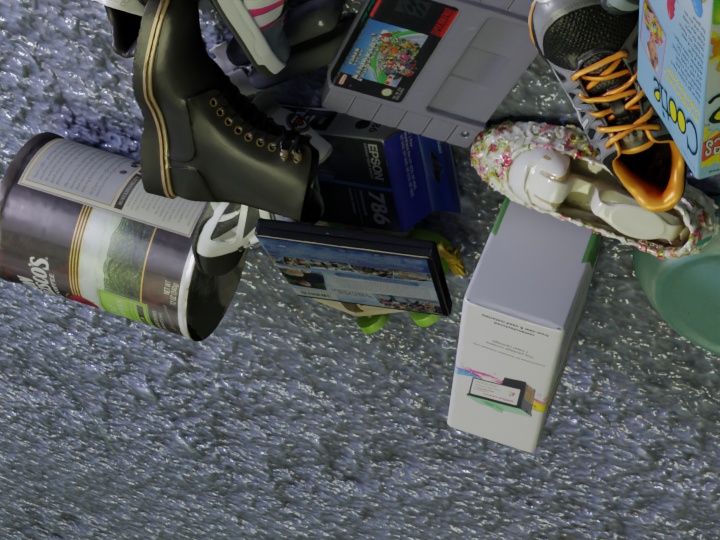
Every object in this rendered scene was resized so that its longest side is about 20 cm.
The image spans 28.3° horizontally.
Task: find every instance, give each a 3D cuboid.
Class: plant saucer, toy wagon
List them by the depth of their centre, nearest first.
[{"bbox_3d":[0.312,0.020,1.144,0.200,0.036,0.200,18,147,12],"label":"plant saucer"},{"bbox_3d":[0.016,-0.009,1.300,0.200,0.040,0.155,-9,135,41],"label":"toy wagon"}]

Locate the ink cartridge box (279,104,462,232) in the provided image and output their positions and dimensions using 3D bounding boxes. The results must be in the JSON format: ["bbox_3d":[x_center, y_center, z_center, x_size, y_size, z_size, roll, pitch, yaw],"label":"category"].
[{"bbox_3d":[-0.018,-0.086,1.199,0.200,0.039,0.099,7,133,25],"label":"ink cartridge box"}]

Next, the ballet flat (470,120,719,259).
[{"bbox_3d":[0.174,-0.062,1.080,0.200,0.064,0.076,19,116,13],"label":"ballet flat"}]

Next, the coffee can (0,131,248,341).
[{"bbox_3d":[-0.220,-0.032,1.324,0.200,0.146,0.146,17,147,12],"label":"coffee can"}]

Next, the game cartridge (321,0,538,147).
[{"bbox_3d":[0.057,-0.162,1.028,0.130,0.038,0.200,10,151,-16],"label":"game cartridge"}]

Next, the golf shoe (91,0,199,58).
[{"bbox_3d":[-0.157,-0.237,1.038,0.078,0.095,0.200,18,146,13],"label":"golf shoe"}]

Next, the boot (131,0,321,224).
[{"bbox_3d":[-0.090,-0.123,1.058,0.138,0.077,0.200,14,143,8],"label":"boot"}]

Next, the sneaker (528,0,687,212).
[{"bbox_3d":[0.179,-0.119,0.975,0.078,0.077,0.200,-24,133,23],"label":"sneaker"}]

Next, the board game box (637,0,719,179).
[{"bbox_3d":[0.227,-0.168,0.820,0.103,0.105,0.200,-14,137,-4],"label":"board game box"}]

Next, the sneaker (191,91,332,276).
[{"bbox_3d":[-0.080,-0.049,1.187,0.088,0.074,0.200,31,138,4],"label":"sneaker"}]

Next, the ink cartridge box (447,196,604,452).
[{"bbox_3d":[0.138,0.037,1.182,0.084,0.145,0.200,18,147,11],"label":"ink cartridge box"}]

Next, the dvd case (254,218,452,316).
[{"bbox_3d":[0.000,0.000,1.188,0.143,0.018,0.200,7,166,9],"label":"dvd case"}]

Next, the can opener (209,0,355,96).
[{"bbox_3d":[-0.085,-0.157,1.128,0.200,0.067,0.053,-13,132,44],"label":"can opener"}]

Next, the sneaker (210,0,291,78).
[{"bbox_3d":[-0.053,-0.219,0.988,0.084,0.121,0.200,58,179,22],"label":"sneaker"}]

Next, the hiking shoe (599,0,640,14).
[{"bbox_3d":[0.142,-0.243,0.860,0.087,0.074,0.200,-19,137,38],"label":"hiking shoe"}]
